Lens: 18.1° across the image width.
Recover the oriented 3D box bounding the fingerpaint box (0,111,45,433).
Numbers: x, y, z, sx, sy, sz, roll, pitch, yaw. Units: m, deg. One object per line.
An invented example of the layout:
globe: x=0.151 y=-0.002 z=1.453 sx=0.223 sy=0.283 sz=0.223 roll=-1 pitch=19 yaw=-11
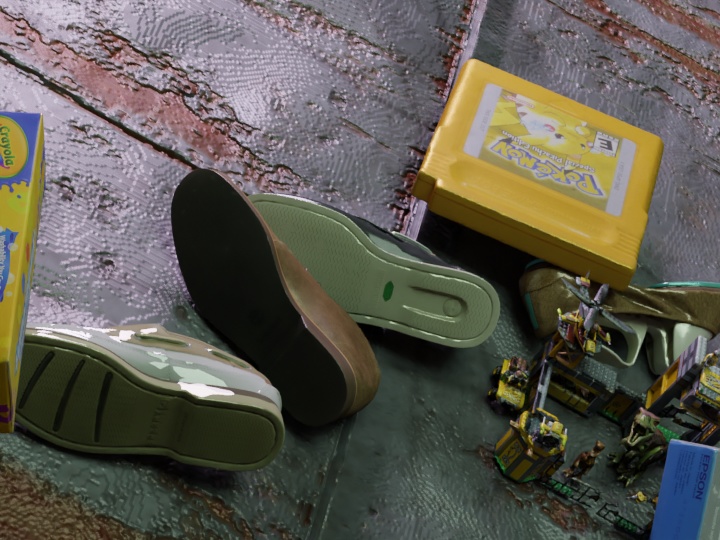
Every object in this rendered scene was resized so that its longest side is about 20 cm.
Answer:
fingerpaint box: x=-0.279 y=-0.007 z=1.353 sx=0.166 sy=0.074 sz=0.201 roll=4 pitch=49 yaw=-3

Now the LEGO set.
LEGO set: x=0.199 y=0.101 z=1.594 sx=0.199 sy=0.116 sz=0.154 roll=34 pitch=42 yaw=-4

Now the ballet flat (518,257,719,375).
ballet flat: x=0.208 y=0.040 z=1.703 sx=0.199 sy=0.068 sz=0.073 roll=9 pitch=69 yaw=-28

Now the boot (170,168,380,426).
boot: x=-0.058 y=0.017 z=1.543 sx=0.201 sy=0.074 sz=0.075 roll=56 pitch=26 yaw=13

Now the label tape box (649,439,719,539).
label tape box: x=0.294 y=0.207 z=1.556 sx=0.199 sy=0.066 sz=0.144 roll=14 pitch=85 yaw=-22

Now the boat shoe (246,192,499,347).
boat shoe: x=0.000 y=0.000 z=1.601 sx=0.199 sy=0.072 sz=0.068 roll=22 pitch=8 yaw=-7

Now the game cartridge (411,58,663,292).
game cartridge: x=0.139 y=-0.077 z=1.727 sx=0.175 sy=0.033 sz=0.200 roll=23 pitch=32 yaw=0

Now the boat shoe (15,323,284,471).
boat shoe: x=-0.146 y=0.072 z=1.428 sx=0.199 sy=0.075 sz=0.069 roll=19 pitch=26 yaw=-18
